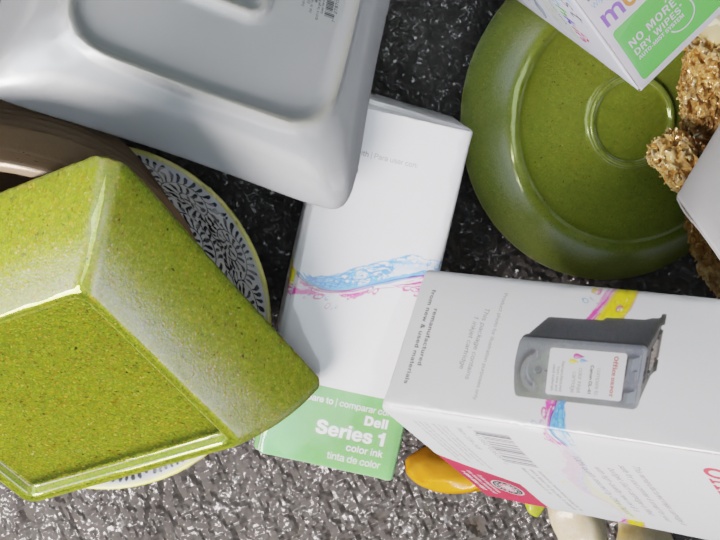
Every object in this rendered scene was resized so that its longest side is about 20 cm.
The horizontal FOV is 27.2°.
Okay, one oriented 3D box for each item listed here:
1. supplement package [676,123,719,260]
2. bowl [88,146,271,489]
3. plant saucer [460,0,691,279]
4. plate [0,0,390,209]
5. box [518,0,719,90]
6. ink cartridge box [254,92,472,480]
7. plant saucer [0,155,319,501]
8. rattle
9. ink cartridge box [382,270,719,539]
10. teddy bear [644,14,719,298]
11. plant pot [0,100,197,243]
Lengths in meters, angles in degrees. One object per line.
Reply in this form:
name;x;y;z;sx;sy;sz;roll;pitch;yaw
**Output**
supplement package;0.262;-0.077;0.718;0.120;0.120;0.202;26;107;-10
bowl;-0.150;0.021;0.900;0.197;0.094;0.204;0;99;-1
plant saucer;0.158;-0.091;0.897;0.197;0.031;0.203;-2;101;-11
plate;-0.069;-0.154;0.747;0.198;0.032;0.202;18;75;-21
box;0.152;-0.224;0.778;0.200;0.177;0.097;-44;128;3
ink cartridge box;0.000;0.000;0.871;0.083;0.145;0.203;12;98;-3
plant saucer;-0.151;0.049;0.751;0.198;0.048;0.200;-18;136;22
rattle;0.136;0.188;0.943;0.141;0.131;0.201;-25;125;14
ink cartridge box;0.134;0.074;0.779;0.198;0.148;0.087;5;66;31
teddy bear;0.209;-0.084;0.840;0.066;0.201;0.146;10;56;34
plant pot;-0.177;-0.025;0.779;0.198;0.094;0.202;2;143;1
